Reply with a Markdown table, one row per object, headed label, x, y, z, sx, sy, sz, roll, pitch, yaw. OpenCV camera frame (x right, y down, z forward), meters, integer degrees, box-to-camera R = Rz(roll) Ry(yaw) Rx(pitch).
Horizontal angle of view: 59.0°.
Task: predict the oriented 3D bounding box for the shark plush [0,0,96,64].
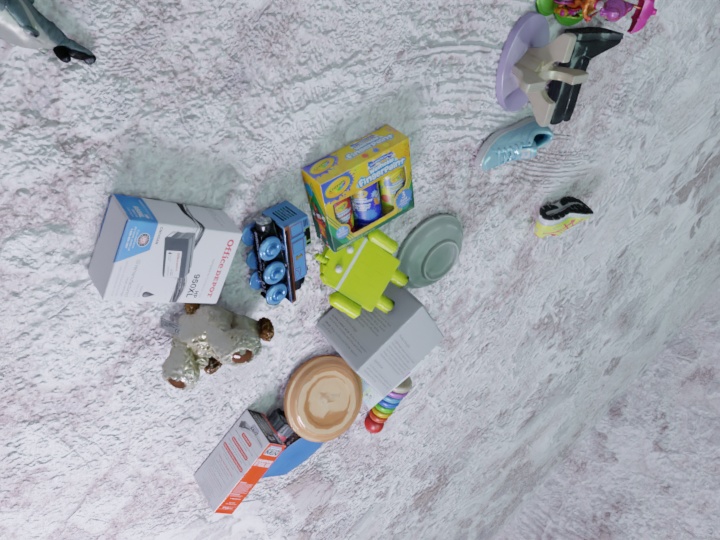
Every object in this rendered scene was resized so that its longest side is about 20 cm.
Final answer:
| label | x | y | z | sx | sy | sz | roll | pitch | yaw |
| --- | --- | --- | --- | --- | --- | --- | --- | --- | --- |
| shark plush | -0.389 | -0.309 | 0.745 | 0.200 | 0.091 | 0.084 | 29 | 71 | -45 |

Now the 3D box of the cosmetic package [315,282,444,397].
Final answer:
| label | x | y | z | sx | sy | sz | roll | pitch | yaw |
| --- | --- | --- | --- | --- | --- | --- | --- | --- | --- |
| cosmetic package | 0.045 | 0.135 | 1.409 | 0.200 | 0.165 | 0.165 | -43 | 142 | -5 |

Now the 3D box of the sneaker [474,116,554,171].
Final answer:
| label | x | y | z | sx | sy | sz | roll | pitch | yaw |
| --- | --- | --- | --- | --- | --- | --- | --- | --- | --- |
| sneaker | 0.346 | -0.275 | 1.411 | 0.200 | 0.082 | 0.074 | -35 | 138 | -15 |

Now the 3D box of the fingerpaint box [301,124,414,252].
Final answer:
| label | x | y | z | sx | sy | sz | roll | pitch | yaw |
| --- | --- | --- | --- | --- | --- | --- | --- | --- | --- |
| fingerpaint box | 0.002 | -0.155 | 1.208 | 0.199 | 0.073 | 0.167 | -30 | 137 | -20 |

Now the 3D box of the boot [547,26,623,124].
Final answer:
| label | x | y | z | sx | sy | sz | roll | pitch | yaw |
| --- | --- | --- | --- | --- | --- | --- | --- | --- | --- |
| boot | 0.492 | -0.433 | 1.423 | 0.164 | 0.066 | 0.201 | -11 | 125 | -25 |

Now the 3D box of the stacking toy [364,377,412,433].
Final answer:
| label | x | y | z | sx | sy | sz | roll | pitch | yaw |
| --- | --- | --- | --- | --- | --- | --- | --- | --- | --- |
| stacking toy | 0.062 | 0.354 | 1.677 | 0.085 | 0.085 | 0.201 | -3 | 127 | -40 |

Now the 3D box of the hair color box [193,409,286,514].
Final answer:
| label | x | y | z | sx | sy | sz | roll | pitch | yaw |
| --- | --- | --- | --- | --- | --- | --- | --- | --- | --- |
| hair color box | -0.268 | 0.423 | 1.409 | 0.200 | 0.111 | 0.064 | -52 | 141 | 6 |

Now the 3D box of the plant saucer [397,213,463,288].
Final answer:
| label | x | y | z | sx | sy | sz | roll | pitch | yaw |
| --- | --- | --- | --- | --- | --- | --- | --- | --- | --- |
| plant saucer | 0.173 | -0.033 | 1.480 | 0.199 | 0.050 | 0.201 | -23 | 134 | -26 |

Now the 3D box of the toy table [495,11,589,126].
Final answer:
| label | x | y | z | sx | sy | sz | roll | pitch | yaw |
| --- | --- | --- | --- | --- | --- | --- | --- | --- | --- |
| toy table | 0.362 | -0.404 | 1.294 | 0.183 | 0.117 | 0.201 | -27 | 137 | -22 |

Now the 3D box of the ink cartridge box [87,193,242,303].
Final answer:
| label | x | y | z | sx | sy | sz | roll | pitch | yaw |
| --- | --- | --- | --- | --- | --- | --- | --- | --- | --- |
| ink cartridge box | -0.310 | -0.029 | 1.024 | 0.199 | 0.084 | 0.145 | 5 | 119 | -44 |

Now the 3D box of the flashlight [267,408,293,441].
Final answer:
| label | x | y | z | sx | sy | sz | roll | pitch | yaw |
| --- | --- | --- | --- | --- | --- | --- | --- | --- | --- |
| flashlight | -0.236 | 0.410 | 1.470 | 0.200 | 0.068 | 0.068 | -45 | 143 | 5 |

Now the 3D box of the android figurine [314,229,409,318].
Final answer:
| label | x | y | z | sx | sy | sz | roll | pitch | yaw |
| --- | --- | --- | --- | --- | --- | --- | --- | --- | --- |
| android figurine | 0.000 | 0.000 | 1.292 | 0.200 | 0.041 | 0.183 | 35 | 82 | -19 |

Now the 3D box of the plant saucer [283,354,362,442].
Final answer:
| label | x | y | z | sx | sy | sz | roll | pitch | yaw |
| --- | --- | --- | --- | --- | --- | --- | --- | --- | --- |
| plant saucer | -0.079 | 0.295 | 1.460 | 0.199 | 0.032 | 0.202 | -4 | 97 | -31 |

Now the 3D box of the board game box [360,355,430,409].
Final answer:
| label | x | y | z | sx | sy | sz | roll | pitch | yaw |
| --- | --- | --- | --- | --- | --- | --- | --- | --- | --- |
| board game box | 0.060 | 0.225 | 1.561 | 0.200 | 0.034 | 0.135 | -39 | 116 | -10 |

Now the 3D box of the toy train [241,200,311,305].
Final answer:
| label | x | y | z | sx | sy | sz | roll | pitch | yaw |
| --- | --- | --- | --- | --- | --- | --- | --- | --- | --- |
| toy train | -0.148 | -0.025 | 1.174 | 0.114 | 0.087 | 0.201 | -30 | 137 | -29 |

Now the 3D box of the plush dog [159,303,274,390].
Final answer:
| label | x | y | z | sx | sy | sz | roll | pitch | yaw |
| --- | --- | --- | --- | --- | --- | --- | --- | --- | --- |
| plush dog | -0.258 | 0.124 | 1.182 | 0.199 | 0.161 | 0.172 | -25 | 159 | 16 |

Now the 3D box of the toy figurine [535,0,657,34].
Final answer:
| label | x | y | z | sx | sy | sz | roll | pitch | yaw |
| --- | --- | --- | --- | --- | --- | --- | --- | --- | --- |
| toy figurine | 0.478 | -0.528 | 1.244 | 0.199 | 0.184 | 0.151 | -21 | 134 | -27 |

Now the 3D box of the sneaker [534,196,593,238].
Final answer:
| label | x | y | z | sx | sy | sz | roll | pitch | yaw |
| --- | --- | --- | --- | --- | --- | --- | --- | --- | --- |
| sneaker | 0.540 | -0.137 | 1.712 | 0.199 | 0.078 | 0.091 | -12 | 137 | -28 |

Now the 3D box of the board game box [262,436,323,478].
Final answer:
| label | x | y | z | sx | sy | sz | roll | pitch | yaw |
| --- | --- | --- | --- | --- | --- | --- | --- | --- | --- |
| board game box | -0.169 | 0.436 | 1.548 | 0.158 | 0.039 | 0.200 | -43 | 155 | 7 |
